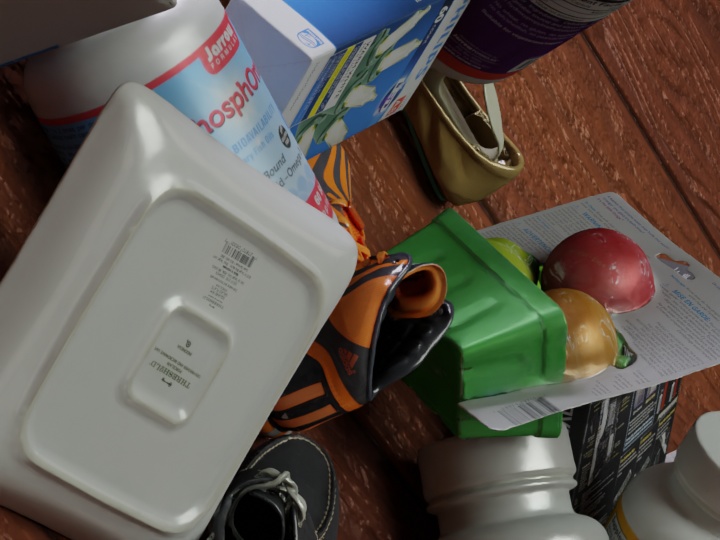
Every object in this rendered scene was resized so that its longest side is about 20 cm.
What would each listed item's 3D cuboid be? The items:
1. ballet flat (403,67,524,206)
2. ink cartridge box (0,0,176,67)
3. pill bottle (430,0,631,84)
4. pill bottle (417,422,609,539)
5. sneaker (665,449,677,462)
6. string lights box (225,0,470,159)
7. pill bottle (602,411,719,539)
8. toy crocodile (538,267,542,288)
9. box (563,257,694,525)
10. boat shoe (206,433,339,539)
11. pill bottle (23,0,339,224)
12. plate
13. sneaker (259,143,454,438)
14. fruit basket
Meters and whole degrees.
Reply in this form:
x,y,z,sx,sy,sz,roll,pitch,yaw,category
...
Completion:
x,y,z,sx,sy,sz,roll,pitch,yaw,category
0.041,-0.133,1.710,0.200,0.063,0.069,60,29,-25,ballet flat
-0.178,-0.217,1.273,0.145,0.147,0.201,36,46,-49,ink cartridge box
0.109,-0.192,1.607,0.112,0.200,0.113,14,64,-30,pill bottle
0.092,0.193,1.581,0.114,0.114,0.201,9,68,-59,pill bottle
0.216,0.203,1.837,0.118,0.074,0.201,57,42,-16,sneaker
-0.021,-0.118,1.524,0.059,0.103,0.200,40,33,12,string lights box
0.188,0.187,1.649,0.112,0.200,0.113,22,27,-12,pill bottle
0.093,0.030,1.734,0.200,0.062,0.068,-35,107,-56,toy crocodile
0.148,0.090,1.727,0.200,0.050,0.158,-31,134,-61,box
-0.043,0.134,1.392,0.073,0.063,0.200,33,32,-2,boat shoe
-0.099,-0.076,1.381,0.200,0.108,0.109,61,31,-22,pill bottle
-0.094,0.039,1.299,0.199,0.032,0.201,35,84,-49,plate
0.000,0.000,1.516,0.078,0.112,0.201,46,38,-42,sneaker
0.112,0.026,1.583,0.199,0.185,0.094,-11,124,-29,fruit basket
